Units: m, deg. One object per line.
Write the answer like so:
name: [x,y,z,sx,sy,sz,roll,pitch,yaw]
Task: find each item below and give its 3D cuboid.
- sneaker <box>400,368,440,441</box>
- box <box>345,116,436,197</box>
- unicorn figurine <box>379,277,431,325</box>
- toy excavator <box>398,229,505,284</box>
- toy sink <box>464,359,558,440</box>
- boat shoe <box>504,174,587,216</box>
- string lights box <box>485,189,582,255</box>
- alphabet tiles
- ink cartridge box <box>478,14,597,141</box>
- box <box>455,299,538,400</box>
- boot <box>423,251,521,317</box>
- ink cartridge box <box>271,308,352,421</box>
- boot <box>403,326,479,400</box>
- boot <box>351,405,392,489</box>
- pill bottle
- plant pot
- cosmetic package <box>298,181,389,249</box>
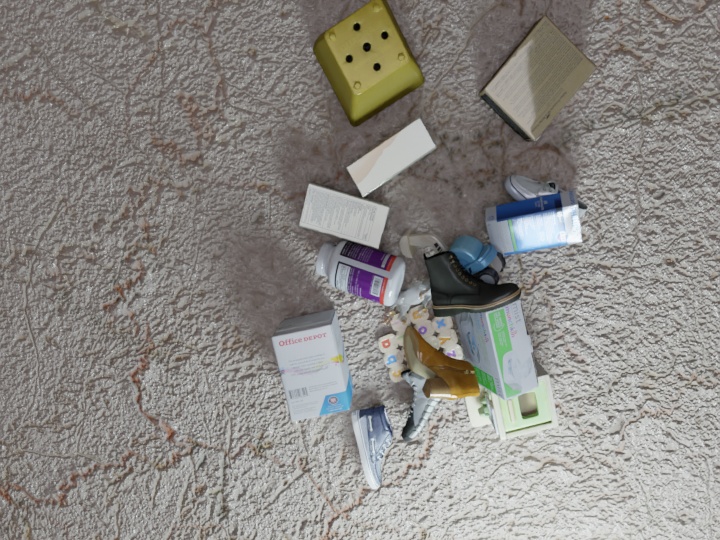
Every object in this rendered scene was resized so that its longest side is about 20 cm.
sneaker: [0.131,0.302,1.286,0.114,0.075,0.203,34,89,1]
box: [0.069,-0.254,1.196,0.197,0.095,0.079,-33,96,5]
unicorn figurine: [0.138,0.062,1.239,0.194,0.138,0.076,-10,110,19]
toy excavator: [0.208,-0.035,1.212,0.192,0.100,0.202,-30,100,39]
toy sink: [0.355,0.315,1.267,0.194,0.112,0.135,-13,98,4]
boat shoe: [0.423,-0.175,1.198,0.195,0.075,0.067,24,142,-12]
string lights box: [0.385,-0.102,1.179,0.194,0.060,0.104,-10,128,21]
alphabet tiles: [0.148,0.191,1.304,0.190,0.015,0.205,-21,98,5]
ink cartridge box: [0.386,-0.417,1.165,0.164,0.075,0.201,41,98,-6]
box: [0.305,0.162,1.204,0.094,0.176,0.206,-16,100,-12]
boot: [0.230,0.015,1.121,0.195,0.077,0.143,-13,98,24]
ink cartridge box: [-0.109,0.218,1.252,0.142,0.146,0.207,-11,99,5]
boot: [0.190,0.216,1.243,0.140,0.204,0.072,2,133,-24]
boot: [0.044,0.442,1.319,0.088,0.073,0.206,-14,98,10]
pill bottle: [0.000,0.000,1.219,0.194,0.112,0.116,18,100,13]
plant pot: [0.016,-0.453,1.123,0.196,0.177,0.204,-29,98,7]
cosmetic package: [-0.036,-0.129,1.230,0.194,0.071,0.108,18,99,-1]
